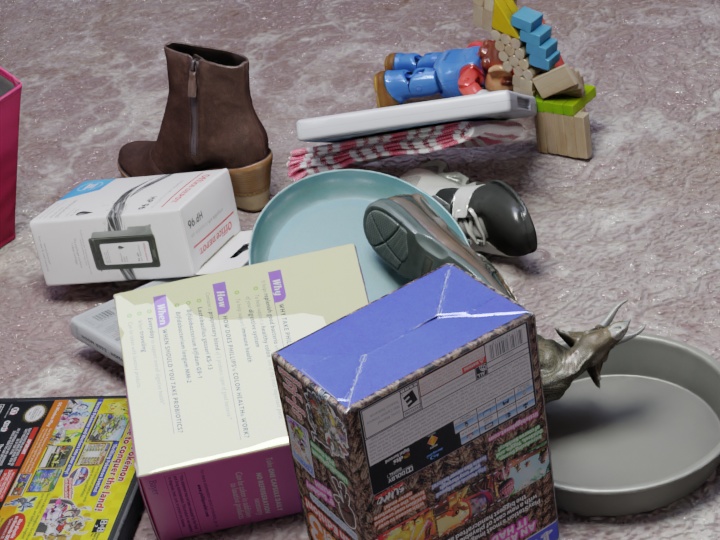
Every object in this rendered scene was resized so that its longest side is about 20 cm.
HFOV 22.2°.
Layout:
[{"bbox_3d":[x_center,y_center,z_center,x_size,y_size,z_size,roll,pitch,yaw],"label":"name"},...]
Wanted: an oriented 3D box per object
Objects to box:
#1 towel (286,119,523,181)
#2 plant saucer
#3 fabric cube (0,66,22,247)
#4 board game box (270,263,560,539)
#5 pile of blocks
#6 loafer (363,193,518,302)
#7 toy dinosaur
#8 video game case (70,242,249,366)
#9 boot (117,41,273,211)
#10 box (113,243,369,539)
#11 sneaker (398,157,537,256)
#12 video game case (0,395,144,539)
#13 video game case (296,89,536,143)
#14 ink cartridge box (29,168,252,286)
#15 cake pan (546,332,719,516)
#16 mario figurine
[{"bbox_3d":[0.044,-0.116,1.749,0.198,0.030,0.146,-8,2,25],"label":"towel"},{"bbox_3d":[0.000,0.000,1.590,0.198,0.028,0.202,6,55,-8],"label":"plant saucer"},{"bbox_3d":[-0.456,-0.104,1.731,0.195,0.200,0.200,33,47,18],"label":"fabric cube"},{"bbox_3d":[0.042,0.126,1.288,0.159,0.202,0.097,-25,34,-25],"label":"board game box"},{"bbox_3d":[0.183,-0.207,1.795,0.082,0.201,0.062,-15,19,47],"label":"pile of blocks"},{"bbox_3d":[0.087,0.002,1.550,0.063,0.072,0.200,-26,61,-37],"label":"loafer"},{"bbox_3d":[0.113,0.071,1.424,0.198,0.078,0.102,4,22,29],"label":"toy dinosaur"},{"bbox_3d":[-0.123,0.044,1.611,0.199,0.024,0.181,-25,34,-36],"label":"video game case"},{"bbox_3d":[-0.172,-0.152,1.812,0.199,0.168,0.072,14,39,33],"label":"boot"},{"bbox_3d":[-0.079,0.093,1.425,0.198,0.097,0.177,-12,51,-3],"label":"box"},{"bbox_3d":[0.082,-0.043,1.668,0.088,0.075,0.200,-27,25,-23],"label":"sneaker"},{"bbox_3d":[-0.254,0.167,1.468,0.179,0.026,0.201,-2,31,12],"label":"video game case"},{"bbox_3d":[0.057,-0.142,1.726,0.198,0.022,0.182,-7,2,13],"label":"video game case"},{"bbox_3d":[-0.189,-0.042,1.701,0.198,0.068,0.116,-4,21,22],"label":"ink cartridge box"},{"bbox_3d":[0.193,0.119,1.413,0.198,0.037,0.201,-7,32,5],"label":"cake pan"},{"bbox_3d":[0.119,-0.187,1.902,0.198,0.106,0.125,-5,67,27],"label":"mario figurine"}]
